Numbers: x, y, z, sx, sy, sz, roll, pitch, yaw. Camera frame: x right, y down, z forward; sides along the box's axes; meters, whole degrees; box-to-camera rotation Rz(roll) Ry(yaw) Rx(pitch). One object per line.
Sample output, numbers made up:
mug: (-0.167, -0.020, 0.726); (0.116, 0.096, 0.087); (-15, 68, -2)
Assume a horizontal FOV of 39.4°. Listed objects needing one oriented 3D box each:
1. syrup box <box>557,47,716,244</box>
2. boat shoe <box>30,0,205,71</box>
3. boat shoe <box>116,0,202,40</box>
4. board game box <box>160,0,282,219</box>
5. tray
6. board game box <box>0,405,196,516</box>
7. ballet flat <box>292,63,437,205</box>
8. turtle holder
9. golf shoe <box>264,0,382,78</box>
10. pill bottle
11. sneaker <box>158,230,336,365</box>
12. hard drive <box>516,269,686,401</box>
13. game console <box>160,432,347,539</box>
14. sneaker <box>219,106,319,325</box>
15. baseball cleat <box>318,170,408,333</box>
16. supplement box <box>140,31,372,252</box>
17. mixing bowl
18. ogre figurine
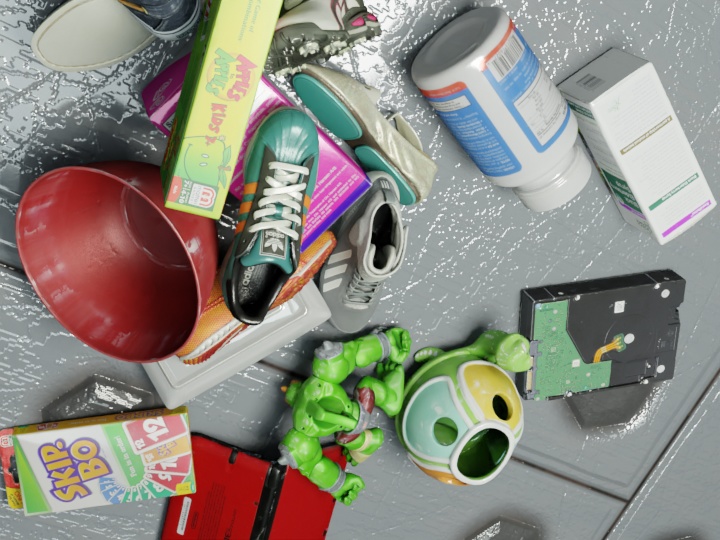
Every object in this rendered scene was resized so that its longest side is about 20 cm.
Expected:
syrup box: (0.301, -0.133, 1.092); (0.081, 0.079, 0.200); (-35, 119, 0)
boat shoe: (-0.203, -0.247, 0.893); (0.200, 0.062, 0.075); (-32, 136, 7)
boat shoe: (-0.212, -0.274, 0.813); (0.200, 0.091, 0.071); (40, 86, 12)
board game box: (-0.116, -0.155, 0.826); (0.047, 0.102, 0.200); (13, 108, -18)
tray: (-0.140, 0.053, 1.049); (0.200, 0.022, 0.108); (-30, 94, -3)
board game box: (-0.281, 0.205, 1.078); (0.199, 0.030, 0.096); (-5, 106, -7)
ballet flat: (0.008, -0.148, 1.016); (0.200, 0.067, 0.062); (47, 66, -32)
turtle holder: (0.130, 0.161, 1.140); (0.185, 0.132, 0.141); (-36, 118, 1)
golf shoe: (-0.048, -0.226, 0.890); (0.077, 0.200, 0.088); (-22, 101, 21)
pill bottle: (0.149, -0.156, 1.017); (0.112, 0.112, 0.200); (-39, 118, 2)
sneaker: (-0.113, 0.013, 1.004); (0.200, 0.073, 0.077); (-34, 84, -5)
hard drive: (0.286, 0.078, 1.205); (0.199, 0.038, 0.140); (-8, 115, -14)
game console: (-0.127, 0.281, 1.179); (0.172, 0.119, 0.201); (18, 109, 9)
sneaker: (-0.076, -0.043, 0.899); (0.071, 0.080, 0.200); (9, 111, -19)
baseball cleat: (0.000, 0.000, 1.027); (0.070, 0.107, 0.200); (1, 124, -11)
supplement box: (-0.099, -0.127, 0.959); (0.103, 0.101, 0.200); (-44, 117, 5)
mixing bowl: (-0.208, -0.024, 0.944); (0.200, 0.108, 0.201); (13, 122, 21)
ogre figurine: (-0.019, 0.151, 1.103); (0.120, 0.098, 0.200); (19, 112, -39)
